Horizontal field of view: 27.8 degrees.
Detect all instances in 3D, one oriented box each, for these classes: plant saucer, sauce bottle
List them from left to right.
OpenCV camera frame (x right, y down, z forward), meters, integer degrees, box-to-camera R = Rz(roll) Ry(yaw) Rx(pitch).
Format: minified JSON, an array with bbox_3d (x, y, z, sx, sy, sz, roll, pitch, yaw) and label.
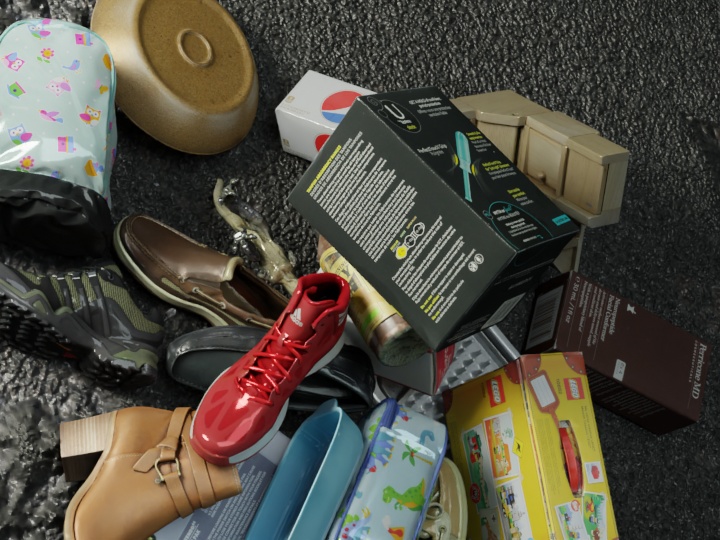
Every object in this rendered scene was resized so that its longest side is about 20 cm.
[{"bbox_3d":[-0.173,-0.213,1.446,0.200,0.035,0.201,22,55,-35],"label":"plant saucer"},{"bbox_3d":[0.000,0.000,1.365,0.064,0.065,0.200,-8,48,-30],"label":"sauce bottle"}]

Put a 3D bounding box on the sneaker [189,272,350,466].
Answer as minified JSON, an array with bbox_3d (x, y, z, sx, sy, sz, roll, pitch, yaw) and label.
[{"bbox_3d":[-0.078,0.072,1.270,0.078,0.116,0.200,29,54,11],"label":"sneaker"}]

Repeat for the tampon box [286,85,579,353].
[{"bbox_3d":[0.066,-0.051,1.313,0.200,0.126,0.150,46,29,16],"label":"tampon box"}]

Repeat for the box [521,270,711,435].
[{"bbox_3d":[0.281,0.092,1.592,0.199,0.075,0.101,27,61,-20],"label":"box"}]

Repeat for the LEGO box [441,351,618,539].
[{"bbox_3d":[0.161,0.193,1.395,0.077,0.149,0.201,-1,74,-29],"label":"LEGO box"}]

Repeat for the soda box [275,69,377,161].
[{"bbox_3d":[0.015,-0.133,1.468,0.199,0.064,0.068,22,55,25],"label":"soda box"}]

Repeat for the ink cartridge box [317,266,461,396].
[{"bbox_3d":[0.049,0.005,1.450,0.145,0.083,0.200,19,56,18],"label":"ink cartridge box"}]

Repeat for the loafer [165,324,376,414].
[{"bbox_3d":[-0.082,0.097,1.359,0.199,0.068,0.071,7,34,-13],"label":"loafer"}]

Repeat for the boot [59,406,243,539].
[{"bbox_3d":[-0.178,0.205,1.261,0.154,0.074,0.201,-6,62,-8],"label":"boot"}]

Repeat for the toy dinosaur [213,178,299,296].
[{"bbox_3d":[-0.103,-0.036,1.382,0.047,0.088,0.200,-40,61,-1],"label":"toy dinosaur"}]

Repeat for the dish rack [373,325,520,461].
[{"bbox_3d":[0.102,0.135,1.496,0.200,0.044,0.172,50,56,-5],"label":"dish rack"}]

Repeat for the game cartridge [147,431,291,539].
[{"bbox_3d":[-0.132,0.226,1.342,0.133,0.041,0.200,39,58,-15],"label":"game cartridge"}]

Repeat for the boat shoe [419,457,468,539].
[{"bbox_3d":[0.048,0.272,1.385,0.063,0.073,0.202,26,74,-44],"label":"boat shoe"}]

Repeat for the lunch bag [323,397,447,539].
[{"bbox_3d":[0.000,0.229,1.340,0.082,0.161,0.201,27,60,-8],"label":"lunch bag"}]

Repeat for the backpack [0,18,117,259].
[{"bbox_3d":[-0.288,-0.125,1.328,0.166,0.127,0.201,13,63,-21],"label":"backpack"}]

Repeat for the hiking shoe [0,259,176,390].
[{"bbox_3d":[-0.265,0.029,1.326,0.200,0.076,0.101,32,51,-25],"label":"hiking shoe"}]

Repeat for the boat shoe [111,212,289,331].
[{"bbox_3d":[-0.139,0.004,1.385,0.202,0.075,0.075,36,42,-16],"label":"boat shoe"}]

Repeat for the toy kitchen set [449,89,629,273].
[{"bbox_3d":[0.144,-0.073,1.533,0.180,0.200,0.164,-12,120,-31],"label":"toy kitchen set"}]

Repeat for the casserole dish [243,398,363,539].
[{"bbox_3d":[-0.054,0.210,1.293,0.039,0.121,0.201,31,66,-16],"label":"casserole dish"}]
